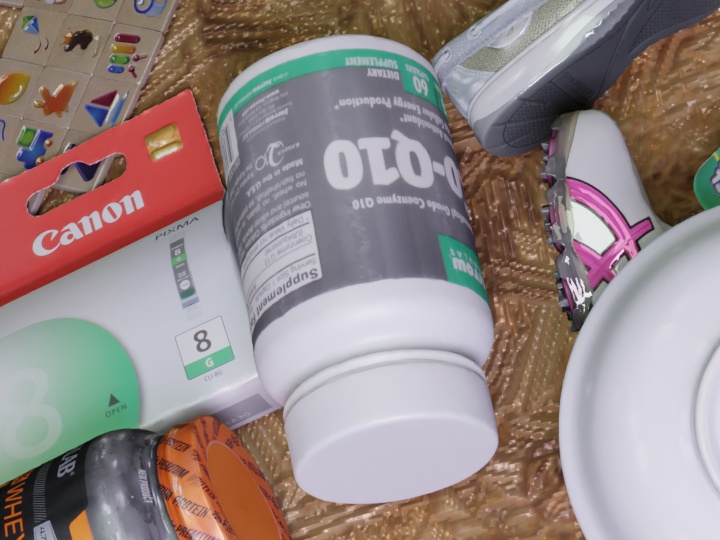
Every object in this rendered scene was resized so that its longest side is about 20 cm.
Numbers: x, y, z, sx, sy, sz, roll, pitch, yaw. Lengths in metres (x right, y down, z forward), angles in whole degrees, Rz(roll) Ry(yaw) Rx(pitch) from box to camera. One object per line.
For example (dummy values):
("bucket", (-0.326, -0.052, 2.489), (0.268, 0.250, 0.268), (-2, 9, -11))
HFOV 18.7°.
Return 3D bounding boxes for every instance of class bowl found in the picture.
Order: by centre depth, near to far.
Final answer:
("bowl", (0.181, 0.062, 0.886), (0.200, 0.090, 0.202), (0, 85, 4))

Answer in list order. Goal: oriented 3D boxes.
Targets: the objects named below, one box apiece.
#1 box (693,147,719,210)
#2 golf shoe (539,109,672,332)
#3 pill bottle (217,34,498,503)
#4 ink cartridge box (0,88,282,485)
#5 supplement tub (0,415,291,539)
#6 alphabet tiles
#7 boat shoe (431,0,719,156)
("box", (0.257, -0.055, 0.974), (0.200, 0.048, 0.117), (-36, 58, 5))
("golf shoe", (0.136, 0.017, 0.988), (0.092, 0.073, 0.201), (-15, 71, 9))
("pill bottle", (0.000, 0.000, 1.031), (0.113, 0.113, 0.201), (-20, 61, 16))
("ink cartridge box", (-0.136, 0.009, 1.124), (0.161, 0.050, 0.200), (-25, 62, 9))
("supplement tub", (-0.137, 0.153, 1.021), (0.200, 0.123, 0.123), (-27, 59, 12))
("alphabet tiles", (-0.201, -0.087, 1.230), (0.167, 0.008, 0.201), (13, 74, 29))
("boat shoe", (0.124, -0.141, 1.062), (0.202, 0.074, 0.065), (-42, 61, 11))
